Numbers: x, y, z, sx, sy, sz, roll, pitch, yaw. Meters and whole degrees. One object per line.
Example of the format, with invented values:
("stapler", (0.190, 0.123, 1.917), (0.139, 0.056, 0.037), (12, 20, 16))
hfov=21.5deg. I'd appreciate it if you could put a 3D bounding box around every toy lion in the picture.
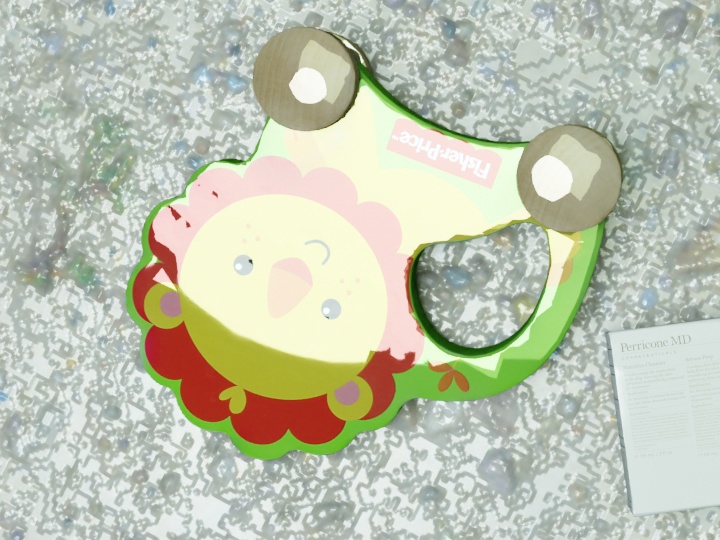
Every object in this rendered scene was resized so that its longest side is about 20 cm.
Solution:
("toy lion", (0.000, 0.000, 0.860), (0.198, 0.069, 0.193), (20, 97, 5))

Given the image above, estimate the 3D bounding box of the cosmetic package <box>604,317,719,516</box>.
("cosmetic package", (0.212, 0.054, 0.838), (0.198, 0.051, 0.083), (-7, 90, 5))
